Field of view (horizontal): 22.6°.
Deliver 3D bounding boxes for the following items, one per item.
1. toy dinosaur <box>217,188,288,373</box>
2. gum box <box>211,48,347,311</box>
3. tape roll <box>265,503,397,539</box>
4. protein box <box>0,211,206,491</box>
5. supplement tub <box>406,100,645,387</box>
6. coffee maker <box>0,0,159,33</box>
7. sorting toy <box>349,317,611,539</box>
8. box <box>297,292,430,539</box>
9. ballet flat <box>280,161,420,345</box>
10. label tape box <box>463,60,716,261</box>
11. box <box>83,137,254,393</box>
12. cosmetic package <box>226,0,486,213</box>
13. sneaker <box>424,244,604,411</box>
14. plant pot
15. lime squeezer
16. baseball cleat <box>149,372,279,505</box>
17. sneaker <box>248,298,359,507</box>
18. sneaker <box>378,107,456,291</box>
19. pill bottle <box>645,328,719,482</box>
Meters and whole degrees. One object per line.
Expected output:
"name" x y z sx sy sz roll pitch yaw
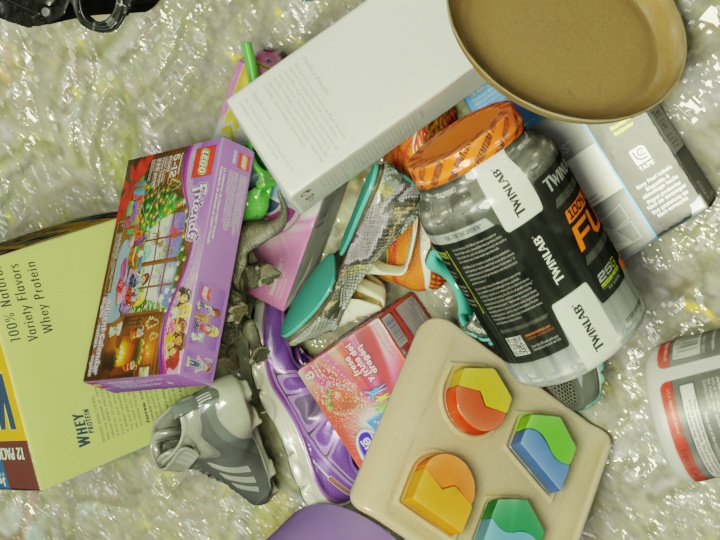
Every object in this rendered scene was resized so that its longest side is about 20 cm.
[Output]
"toy dinosaur" -0.114 0.015 1.510 0.102 0.076 0.202 44 134 45
"gum box" -0.074 -0.083 1.565 0.113 0.066 0.202 25 109 12
"tape roll" -0.017 0.311 1.577 0.199 0.085 0.202 26 135 28
"protein box" -0.263 0.067 1.575 0.134 0.199 0.201 -6 101 45
"supplement tub" 0.126 -0.021 1.396 0.122 0.123 0.201 -26 106 22
"coffee maker" -0.234 -0.263 1.511 0.192 0.200 0.135 47 114 7
"sorting toy" 0.106 0.160 1.474 0.199 0.186 0.036 33 150 -15
"box" 0.049 0.134 1.552 0.094 0.103 0.201 -33 91 24
"ballet flat" 0.000 0.000 1.508 0.072 0.072 0.201 37 125 8
"label tape box" 0.176 -0.103 1.474 0.144 0.063 0.201 -33 90 22
"box" -0.160 -0.002 1.494 0.136 0.039 0.202 -8 67 47
"cosmetic package" 0.002 -0.147 1.450 0.199 0.074 0.102 -34 79 0
"sneaker" 0.123 0.040 1.502 0.201 0.091 0.078 55 144 5
"plant pot" 0.158 -0.190 1.410 0.199 0.200 0.028 36 144 8
"lime squeezer" -0.098 -0.087 1.524 0.070 0.037 0.202 36 115 42
"baseball cleat" -0.130 0.156 1.581 0.105 0.201 0.070 -20 55 -8
"sneaker" -0.042 0.112 1.607 0.083 0.081 0.202 -22 101 5
"sneaker" 0.039 -0.082 1.526 0.076 0.073 0.203 8 102 28
"pill bottle" 0.337 0.093 1.432 0.198 0.116 0.117 -16 96 22
